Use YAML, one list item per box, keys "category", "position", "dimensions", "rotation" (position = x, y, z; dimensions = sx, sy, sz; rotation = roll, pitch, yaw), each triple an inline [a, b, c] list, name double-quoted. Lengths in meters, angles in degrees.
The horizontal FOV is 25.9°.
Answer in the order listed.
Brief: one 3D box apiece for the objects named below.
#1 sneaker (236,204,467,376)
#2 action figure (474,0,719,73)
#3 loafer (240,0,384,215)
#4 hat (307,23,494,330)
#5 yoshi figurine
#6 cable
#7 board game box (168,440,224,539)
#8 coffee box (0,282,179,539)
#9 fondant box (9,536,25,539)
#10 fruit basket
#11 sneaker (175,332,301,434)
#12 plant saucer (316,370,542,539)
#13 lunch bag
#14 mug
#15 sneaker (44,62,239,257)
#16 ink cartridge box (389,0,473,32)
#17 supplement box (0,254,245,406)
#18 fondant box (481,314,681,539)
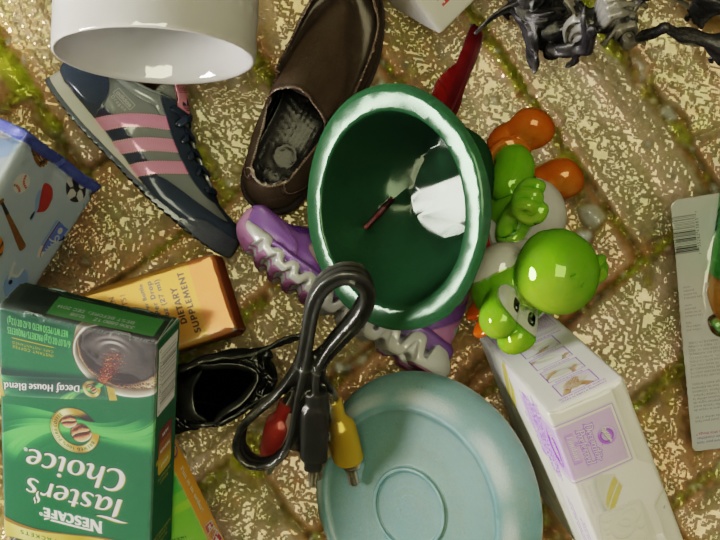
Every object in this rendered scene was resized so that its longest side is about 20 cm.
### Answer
- category: "sneaker"
  position: [0.000, 0.000, 1.206]
  dimensions: [0.200, 0.080, 0.089]
  rotation: [33, 82, -9]
- category: "action figure"
  position: [0.191, -0.209, 1.195]
  dimensions: [0.199, 0.102, 0.119]
  rotation: [5, 57, -3]
- category: "loafer"
  position: [-0.034, -0.137, 1.211]
  dimensions: [0.073, 0.071, 0.200]
  rotation: [20, 88, 0]
- category: "hat"
  position: [0.077, -0.066, 1.165]
  dimensions: [0.165, 0.176, 0.200]
  rotation: [24, 112, 35]
- category: "yoshi figurine"
  position: [0.136, -0.028, 1.140]
  dimensions: [0.112, 0.112, 0.200]
  rotation: [14, 46, -2]
- category: "cable"
  position: [-0.040, 0.076, 1.128]
  dimensions: [0.097, 0.050, 0.200]
  rotation: [5, 117, -1]
- category: "board game box"
  position: [-0.175, 0.156, 1.176]
  dimensions: [0.095, 0.030, 0.200]
  rotation: [-14, 113, 23]
- category: "coffee box"
  position: [-0.194, 0.115, 1.121]
  dimensions: [0.123, 0.044, 0.200]
  rotation: [13, 119, 10]
- category: "fondant box"
  position: [-0.201, 0.303, 1.190]
  dimensions: [0.200, 0.058, 0.145]
  rotation: [27, 103, 1]
- category: "fruit basket"
  position: [0.337, 0.031, 1.214]
  dimensions: [0.185, 0.094, 0.200]
  rotation: [-8, 104, 0]
- category: "sneaker"
  position: [-0.130, 0.093, 1.188]
  dimensions: [0.199, 0.104, 0.060]
  rotation: [-18, 88, -1]
- category: "plant saucer"
  position: [0.042, 0.176, 1.169]
  dimensions: [0.200, 0.027, 0.201]
  rotation: [6, 101, 34]
- category: "lunch bag"
  position: [-0.322, -0.044, 1.172]
  dimensions: [0.200, 0.124, 0.170]
  rotation: [24, 79, 30]
- category: "mug"
  position: [-0.165, -0.242, 1.120]
  dimensions: [0.200, 0.147, 0.176]
  rotation: [9, 79, -39]
- category: "sneaker"
  position: [-0.150, -0.101, 1.210]
  dimensions: [0.082, 0.070, 0.200]
  rotation: [-44, 91, 1]
- category: "ink cartridge box"
  position: [0.041, -0.300, 1.160]
  dimensions: [0.147, 0.083, 0.200]
  rotation: [-44, 126, -1]
- category: "supplement box"
  position: [-0.194, 0.047, 1.208]
  dimensions: [0.200, 0.069, 0.067]
  rotation: [-18, 88, 3]
- category: "fondant box"
  position: [0.156, 0.124, 1.119]
  dimensions: [0.058, 0.200, 0.145]
  rotation: [-23, 104, -4]
